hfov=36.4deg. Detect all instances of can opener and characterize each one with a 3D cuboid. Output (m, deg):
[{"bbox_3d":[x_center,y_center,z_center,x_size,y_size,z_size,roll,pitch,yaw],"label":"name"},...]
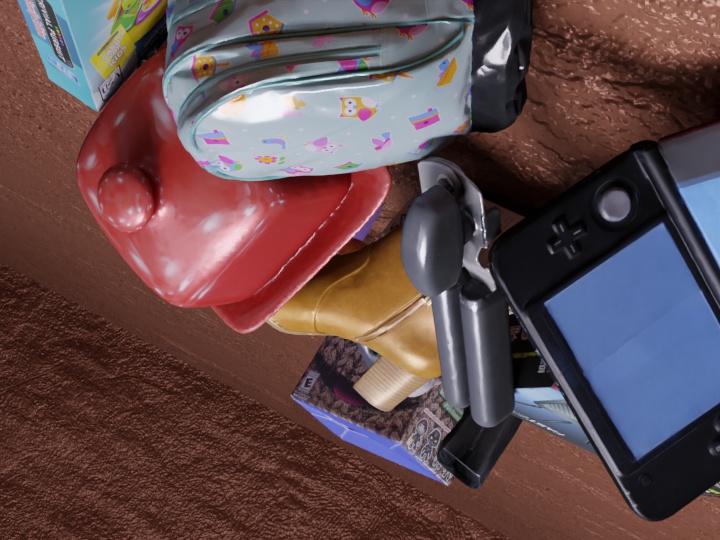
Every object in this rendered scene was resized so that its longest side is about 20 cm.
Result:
[{"bbox_3d":[0.056,0.019,0.662,0.053,0.066,0.201,35,151,41],"label":"can opener"}]

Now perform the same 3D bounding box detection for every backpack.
[{"bbox_3d":[-0.009,-0.124,0.596,0.199,0.127,0.167,-6,154,3],"label":"backpack"}]

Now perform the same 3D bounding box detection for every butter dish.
[{"bbox_3d":[-0.117,-0.063,0.744,0.200,0.148,0.199,51,124,7],"label":"butter dish"}]

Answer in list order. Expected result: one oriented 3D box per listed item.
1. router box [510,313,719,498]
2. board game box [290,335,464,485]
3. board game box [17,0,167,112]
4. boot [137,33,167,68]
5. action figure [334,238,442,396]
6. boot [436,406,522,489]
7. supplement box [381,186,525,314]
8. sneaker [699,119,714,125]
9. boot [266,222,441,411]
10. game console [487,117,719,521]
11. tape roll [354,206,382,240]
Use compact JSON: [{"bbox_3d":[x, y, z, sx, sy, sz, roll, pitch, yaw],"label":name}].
[{"bbox_3d":[0.191,0.092,0.747,0.199,0.062,0.150,27,165,-17],"label":"router box"},{"bbox_3d":[0.056,0.084,1.093,0.159,0.201,0.097,15,157,45],"label":"board game box"},{"bbox_3d":[-0.144,-0.202,0.670,0.047,0.151,0.200,34,165,3],"label":"board game box"},{"bbox_3d":[-0.219,-0.222,0.893,0.157,0.080,0.211,13,156,49],"label":"boot"},{"bbox_3d":[0.006,0.031,0.971,0.194,0.104,0.200,57,172,-15],"label":"action figure"},{"bbox_3d":[0.147,0.114,1.011,0.065,0.201,0.165,24,163,24],"label":"boot"},{"bbox_3d":[0.124,0.011,0.902,0.200,0.074,0.126,32,168,51],"label":"supplement box"},{"bbox_3d":[0.253,0.006,0.666,0.112,0.071,0.201,21,145,33],"label":"sneaker"},{"bbox_3d":[0.000,0.001,0.835,0.201,0.144,0.071,41,-153,0],"label":"boot"},{"bbox_3d":[0.196,0.031,0.592,0.201,0.172,0.119,58,174,-12],"label":"game console"},{"bbox_3d":[-0.083,-0.078,1.077,0.199,0.085,0.200,29,165,8],"label":"tape roll"}]
